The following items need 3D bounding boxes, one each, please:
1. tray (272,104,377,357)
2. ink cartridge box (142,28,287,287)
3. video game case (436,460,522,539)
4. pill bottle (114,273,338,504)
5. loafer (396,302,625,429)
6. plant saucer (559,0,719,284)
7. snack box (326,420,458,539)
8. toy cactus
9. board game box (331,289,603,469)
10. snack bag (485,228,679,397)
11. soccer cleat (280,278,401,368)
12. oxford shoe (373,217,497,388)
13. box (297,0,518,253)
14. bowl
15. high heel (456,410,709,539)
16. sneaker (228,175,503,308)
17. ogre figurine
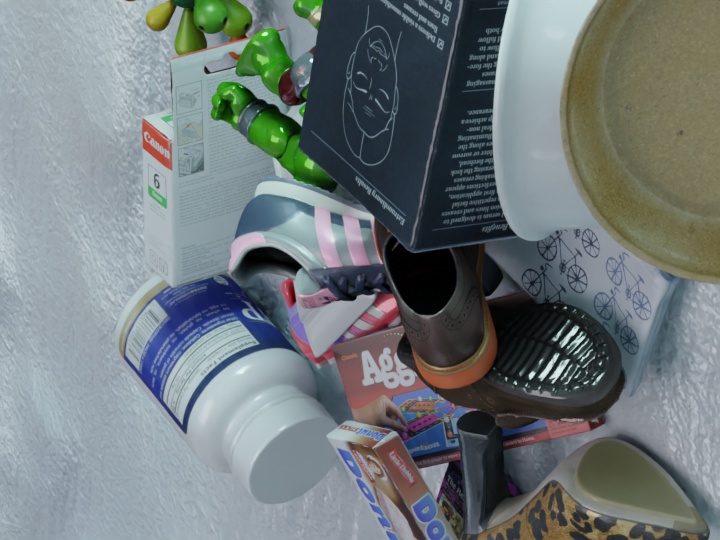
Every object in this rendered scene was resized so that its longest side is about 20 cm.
[{"bbox_3d":[-0.034,-0.047,1.641,0.107,0.022,0.201,-48,46,52],"label":"tray"},{"bbox_3d":[-0.114,-0.095,1.731,0.050,0.109,0.201,37,136,45],"label":"ink cartridge box"},{"bbox_3d":[0.114,0.258,1.613,0.200,0.036,0.182,50,144,34],"label":"video game case"},{"bbox_3d":[-0.106,0.095,1.812,0.200,0.119,0.120,47,142,37],"label":"pill bottle"},{"bbox_3d":[0.108,0.065,1.436,0.071,0.073,0.200,52,160,-27],"label":"loafer"},{"bbox_3d":[0.201,-0.091,1.149,0.035,0.199,0.201,-98,2,-69],"label":"plant saucer"},{"bbox_3d":[0.046,0.196,1.570,0.072,0.024,0.200,7,130,62],"label":"snack box"},{"bbox_3d":[-0.140,-0.246,1.712,0.200,0.102,0.165,81,175,-61],"label":"toy cactus"},{"bbox_3d":[0.071,0.079,1.537,0.200,0.019,0.103,-17,90,41],"label":"board game box"},{"bbox_3d":[0.144,-0.050,1.393,0.189,0.021,0.200,50,139,34],"label":"snack bag"},{"bbox_3d":[-0.006,0.020,1.653,0.077,0.067,0.200,59,155,0],"label":"soccer cleat"},{"bbox_3d":[0.043,-0.020,1.435,0.073,0.071,0.200,64,-174,-46],"label":"oxford shoe"},{"bbox_3d":[0.054,-0.136,1.387,0.148,0.107,0.201,44,132,45],"label":"box"},{"bbox_3d":[0.149,-0.110,1.238,0.090,0.201,0.202,9,119,20],"label":"bowl"},{"bbox_3d":[0.151,0.182,1.476,0.200,0.071,0.143,20,130,36],"label":"high heel"},{"bbox_3d":[0.000,0.000,1.532,0.199,0.082,0.070,16,156,28],"label":"sneaker"},{"bbox_3d":[-0.020,-0.131,1.555,0.200,0.098,0.120,-34,76,18],"label":"ogre figurine"}]
